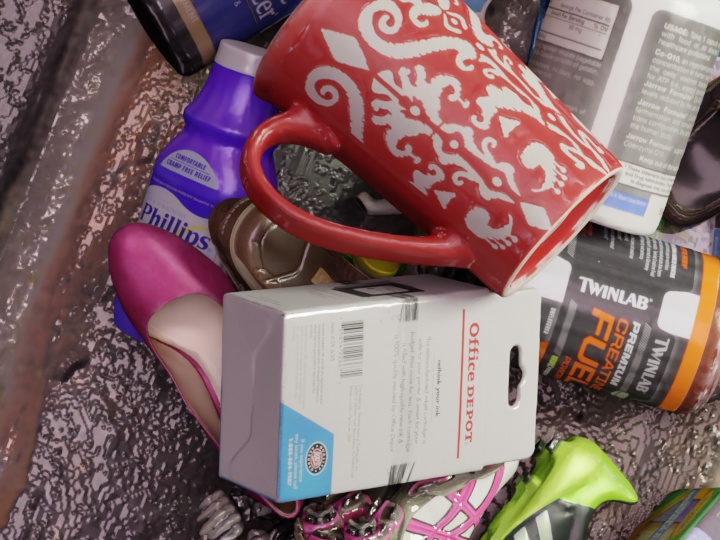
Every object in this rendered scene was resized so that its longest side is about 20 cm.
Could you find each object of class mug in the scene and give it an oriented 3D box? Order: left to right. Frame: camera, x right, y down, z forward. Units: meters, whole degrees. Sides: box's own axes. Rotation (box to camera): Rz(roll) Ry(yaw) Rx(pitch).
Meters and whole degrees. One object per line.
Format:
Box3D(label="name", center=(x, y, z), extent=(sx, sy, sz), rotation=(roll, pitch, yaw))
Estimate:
Box3D(label="mug", center=(0.037, -0.074, 1.545), extent=(0.200, 0.133, 0.178), rotation=(43, 98, 10))

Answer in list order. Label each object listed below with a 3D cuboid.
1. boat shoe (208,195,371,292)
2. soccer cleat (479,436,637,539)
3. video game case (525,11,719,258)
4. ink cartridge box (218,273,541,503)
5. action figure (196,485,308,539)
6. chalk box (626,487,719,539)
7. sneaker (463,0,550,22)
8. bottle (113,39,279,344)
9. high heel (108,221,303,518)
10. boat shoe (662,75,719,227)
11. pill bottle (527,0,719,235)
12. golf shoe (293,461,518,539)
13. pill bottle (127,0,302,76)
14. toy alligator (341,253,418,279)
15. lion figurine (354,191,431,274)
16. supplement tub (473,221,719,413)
Box3D(label="boat shoe", center=(-0.027, 0.024, 1.610), extent=(0.075, 0.075, 0.203), rotation=(-46, 125, -20))
Box3D(label="soccer cleat", center=(0.102, 0.198, 1.653), extent=(0.081, 0.068, 0.200), rotation=(40, 82, -6))
Box3D(label="video game case", center=(0.201, -0.082, 1.707), extent=(0.199, 0.018, 0.144), rotation=(12, 84, -3))
Box3D(label="ink cartridge box", center=(0.013, 0.067, 1.558), extent=(0.199, 0.067, 0.116), rotation=(-5, 102, -37))
Box3D(label="action figure", center=(-0.081, 0.200, 1.621), extent=(0.199, 0.102, 0.119), rotation=(-18, 85, -2))
Box3D(label="chalk box", center=(0.220, 0.219, 1.589), extent=(0.124, 0.200, 0.124), rotation=(44, 84, 1))
Box3D(label="sneaker", center=(0.146, -0.212, 1.691), extent=(0.199, 0.072, 0.073), rotation=(-21, 98, -5))
Box3D(label="bottle", center=(-0.095, -0.045, 1.629), extent=(0.083, 0.065, 0.201), rotation=(25, 103, 31))
Box3D(label="high heel", center=(-0.092, 0.063, 1.565), extent=(0.067, 0.096, 0.200), rotation=(-26, 119, 3))
Box3D(label="boat shoe", center=(0.266, -0.110, 1.667), extent=(0.074, 0.073, 0.200), rotation=(44, 83, 0))
Box3D(label="pill bottle", center=(0.167, -0.133, 1.625), extent=(0.113, 0.114, 0.201), rotation=(19, 96, -2))
Box3D(label="golf shoe", center=(0.031, 0.163, 1.625), extent=(0.200, 0.072, 0.092), rotation=(-31, 125, -41))
Box3D(label="pill bottle", center=(-0.060, -0.222, 1.653), extent=(0.200, 0.112, 0.112), rotation=(-33, 88, -6))
Box3D(label="toy alligator", center=(0.000, 0.000, 1.672), extent=(0.200, 0.059, 0.054), rotation=(41, 39, 7))
Box3D(label="lion figurine", center=(0.036, -0.104, 1.673), extent=(0.122, 0.072, 0.200), rotation=(-35, 110, -11))
Box3D(label="supplement tub", center=(0.174, 0.029, 1.650), extent=(0.199, 0.107, 0.107), rotation=(15, 84, -2))
